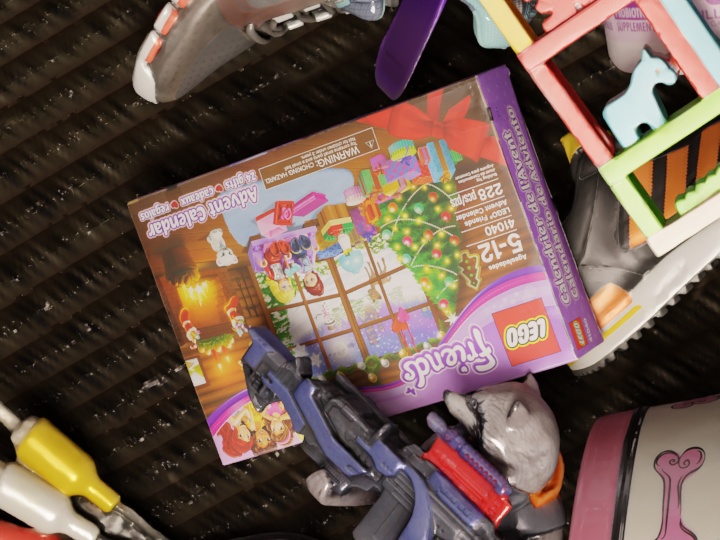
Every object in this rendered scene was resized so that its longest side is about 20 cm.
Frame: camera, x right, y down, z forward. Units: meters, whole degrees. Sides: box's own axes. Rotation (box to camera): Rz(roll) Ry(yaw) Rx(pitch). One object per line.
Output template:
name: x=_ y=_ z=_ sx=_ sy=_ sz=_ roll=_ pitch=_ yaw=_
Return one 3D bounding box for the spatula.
spatula: x=0.068 y=-0.166 z=1.248 sx=0.021 sy=0.057 sz=0.200 roll=39 pitch=94 yaw=-23

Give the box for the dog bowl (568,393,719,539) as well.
dog bowl: x=0.135 y=0.150 z=1.192 sx=0.074 sy=0.200 sz=0.201 roll=3 pitch=97 yaw=12

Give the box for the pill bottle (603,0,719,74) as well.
pill bottle: x=0.152 y=-0.194 z=1.184 sx=0.112 sy=0.112 sz=0.201 roll=-7 pitch=100 yaw=10

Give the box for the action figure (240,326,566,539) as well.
action figure: x=0.019 y=0.111 z=1.231 sx=0.200 sy=0.105 sz=0.194 roll=51 pitch=122 yaw=18

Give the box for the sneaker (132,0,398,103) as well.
sneaker: x=-0.023 y=-0.140 z=1.248 sx=0.082 sy=0.077 sz=0.200 roll=44 pitch=102 yaw=-5

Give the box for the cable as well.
cable: x=-0.110 y=0.143 z=1.306 sx=0.200 sy=0.050 sz=0.097 roll=24 pitch=98 yaw=6

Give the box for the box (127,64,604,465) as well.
box: x=0.000 y=0.000 z=1.249 sx=0.200 sy=0.039 sz=0.137 roll=-19 pitch=94 yaw=29

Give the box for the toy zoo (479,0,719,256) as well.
toy zoo: x=0.124 y=-0.123 z=1.135 sx=0.131 sy=0.020 sz=0.200 roll=-34 pitch=96 yaw=15

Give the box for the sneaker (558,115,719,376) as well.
sneaker: x=0.141 y=-0.047 z=1.232 sx=0.090 sy=0.070 sz=0.200 roll=43 pitch=103 yaw=-1

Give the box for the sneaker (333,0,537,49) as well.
sneaker: x=-0.005 y=-0.157 z=1.179 sx=0.200 sy=0.078 sz=0.086 roll=21 pitch=105 yaw=-2
